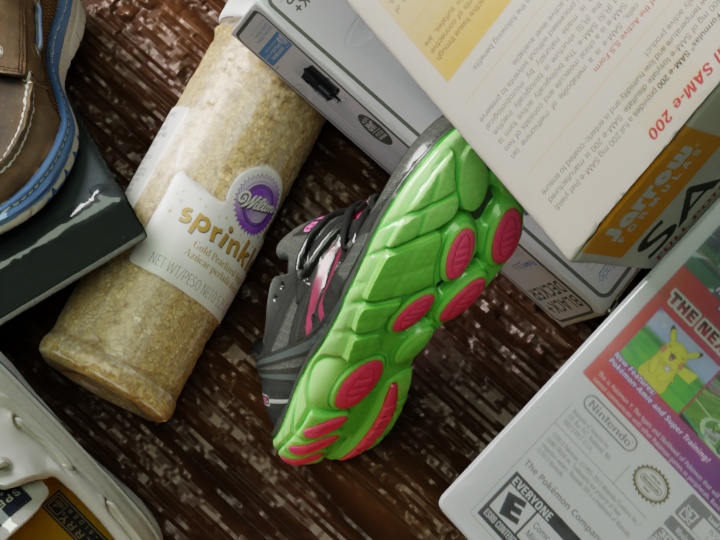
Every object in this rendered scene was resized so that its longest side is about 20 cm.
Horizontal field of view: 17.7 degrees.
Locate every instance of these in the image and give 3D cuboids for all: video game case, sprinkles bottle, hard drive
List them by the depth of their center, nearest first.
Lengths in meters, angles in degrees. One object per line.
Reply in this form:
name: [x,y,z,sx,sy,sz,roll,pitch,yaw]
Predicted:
video game case: [0.155,0.094,0.849,0.200,0.023,0.182,47,106,16]
hard drive: [-0.200,-0.005,1.016,0.199,0.033,0.140,-31,34,-3]
sprinkles bottle: [-0.068,-0.034,1.033,0.068,0.068,0.201,25,78,12]

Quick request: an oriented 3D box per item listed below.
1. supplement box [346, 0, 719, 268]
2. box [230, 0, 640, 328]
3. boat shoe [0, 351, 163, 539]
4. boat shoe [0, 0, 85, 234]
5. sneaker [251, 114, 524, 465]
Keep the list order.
supplement box: [0.075,-0.114,0.872,0.126,0.073,0.200,-50,62,23]
box: [0.057,-0.083,1.000,0.200,0.060,0.117,40,75,-5]
boat shoe: [-0.152,0.086,0.949,0.071,0.070,0.200,-42,115,3]
boat shoe: [-0.168,-0.088,1.005,0.072,0.073,0.201,-21,35,11]
sneaker: [0.000,0.000,0.963,0.076,0.200,0.084,-7,55,-39]
